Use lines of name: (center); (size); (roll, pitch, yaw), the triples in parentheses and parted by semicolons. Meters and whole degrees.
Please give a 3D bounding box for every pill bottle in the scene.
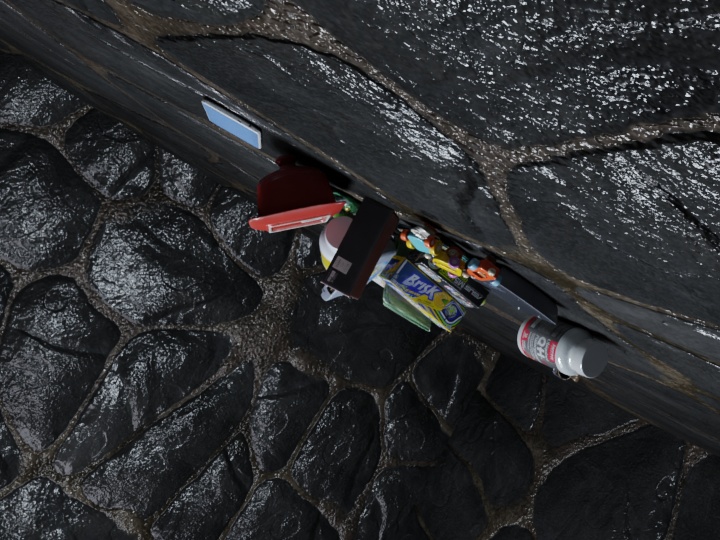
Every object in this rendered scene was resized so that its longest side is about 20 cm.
pill bottle: (-0.039, -0.056, 1.754); (0.112, 0.112, 0.200); (29, 167, 7)
pill bottle: (0.460, 0.173, 1.702); (0.111, 0.111, 0.200); (31, 176, -31)

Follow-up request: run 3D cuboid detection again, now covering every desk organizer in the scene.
desk organizer: (0.003, -0.043, 1.576); (0.072, 0.200, 0.077); (27, 178, 18)

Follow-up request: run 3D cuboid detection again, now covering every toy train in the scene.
toy train: (0.177, -0.041, 1.436); (0.200, 0.056, 0.150); (33, 165, -12)

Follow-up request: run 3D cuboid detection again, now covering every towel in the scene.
towel: (0.184, -0.037, 1.605); (0.200, 0.022, 0.147); (31, 174, -38)
towel: (0.124, 0.024, 1.777); (0.152, 0.200, 0.023); (31, 142, -27)

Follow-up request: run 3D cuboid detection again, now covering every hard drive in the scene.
hard drive: (0.311, 0.040, 1.542); (0.200, 0.042, 0.135); (32, 176, -31)

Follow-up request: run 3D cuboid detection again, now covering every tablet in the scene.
tablet: (-0.262, -0.301, 1.547); (0.130, 0.014, 0.200); (30, 178, -6)

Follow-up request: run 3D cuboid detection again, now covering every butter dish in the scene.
butter dish: (-0.140, -0.166, 1.542); (0.199, 0.148, 0.200); (-11, 179, -6)

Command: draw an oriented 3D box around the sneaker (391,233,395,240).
sneaker: (0.034, -0.082, 1.885); (0.200, 0.078, 0.140); (18, 171, 23)

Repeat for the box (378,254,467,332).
box: (0.139, 0.051, 1.670); (0.200, 0.064, 0.070); (39, 174, -20)

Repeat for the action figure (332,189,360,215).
action figure: (-0.067, -0.160, 1.715); (0.200, 0.055, 0.118); (22, 170, 34)

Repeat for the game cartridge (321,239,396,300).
game cartridge: (0.000, 0.000, 1.728); (0.041, 0.133, 0.200); (57, 144, 11)

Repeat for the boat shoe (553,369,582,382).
boat shoe: (0.662, 0.315, 2.444); (0.072, 0.072, 0.200); (30, 177, -11)

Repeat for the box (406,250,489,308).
box: (0.184, 0.017, 1.667); (0.160, 0.044, 0.200); (37, 174, -8)

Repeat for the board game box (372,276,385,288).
board game box: (0.136, 0.044, 1.924); (0.200, 0.034, 0.134); (35, -155, 20)

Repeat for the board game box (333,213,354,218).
board game box: (-0.012, -0.119, 1.798); (0.096, 0.030, 0.200); (56, 166, -29)
